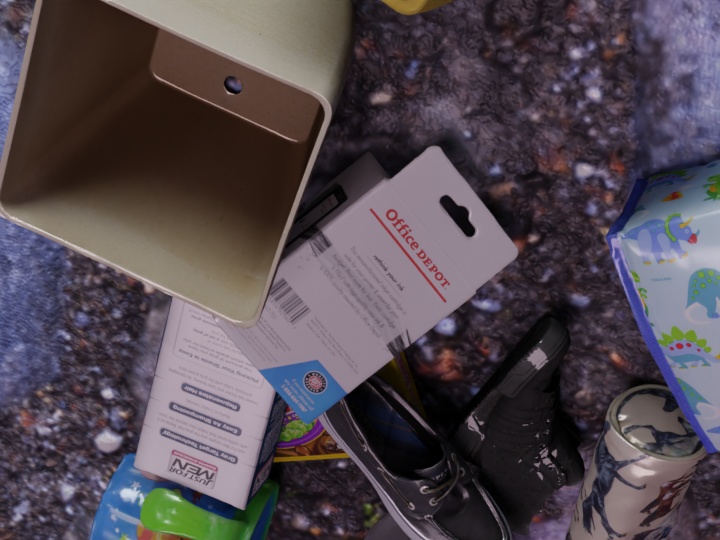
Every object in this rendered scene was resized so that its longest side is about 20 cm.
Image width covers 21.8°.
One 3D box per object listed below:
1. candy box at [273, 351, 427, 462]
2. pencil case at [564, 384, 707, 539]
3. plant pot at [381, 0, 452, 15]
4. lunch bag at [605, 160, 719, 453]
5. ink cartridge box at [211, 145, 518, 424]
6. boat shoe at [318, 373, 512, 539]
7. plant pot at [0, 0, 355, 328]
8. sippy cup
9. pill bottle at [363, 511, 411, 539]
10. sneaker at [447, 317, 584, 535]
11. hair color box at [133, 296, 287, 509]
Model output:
[{"bbox_3d":[-0.048,0.107,1.507,0.199,0.026,0.102,-7,117,25],"label":"candy box"},{"bbox_3d":[0.210,0.180,1.425,0.089,0.078,0.200,-7,131,-23],"label":"pencil case"},{"bbox_3d":[0.034,-0.271,1.106,0.200,0.177,0.200,35,128,-5],"label":"plant pot"},{"bbox_3d":[0.283,0.022,1.253,0.170,0.127,0.200,-14,108,29],"label":"lunch bag"},{"bbox_3d":[0.000,0.000,1.347,0.200,0.068,0.116,-38,115,4],"label":"ink cartridge box"},{"bbox_3d":[0.046,0.148,1.421,0.200,0.070,0.066,50,158,1],"label":"boat shoe"},{"bbox_3d":[-0.108,-0.119,1.269,0.200,0.177,0.200,24,129,3],"label":"plant pot"},{"bbox_3d":[-0.151,0.217,1.552,0.130,0.140,0.178,20,129,6],"label":"sippy cup"},{"bbox_3d":[0.080,0.292,1.531,0.116,0.116,0.200,-6,121,25],"label":"pill bottle"},{"bbox_3d":[0.136,0.122,1.426,0.104,0.060,0.200,35,135,-1],"label":"sneaker"},{"bbox_3d":[-0.104,0.076,1.456,0.100,0.061,0.201,20,115,10],"label":"hair color box"}]
